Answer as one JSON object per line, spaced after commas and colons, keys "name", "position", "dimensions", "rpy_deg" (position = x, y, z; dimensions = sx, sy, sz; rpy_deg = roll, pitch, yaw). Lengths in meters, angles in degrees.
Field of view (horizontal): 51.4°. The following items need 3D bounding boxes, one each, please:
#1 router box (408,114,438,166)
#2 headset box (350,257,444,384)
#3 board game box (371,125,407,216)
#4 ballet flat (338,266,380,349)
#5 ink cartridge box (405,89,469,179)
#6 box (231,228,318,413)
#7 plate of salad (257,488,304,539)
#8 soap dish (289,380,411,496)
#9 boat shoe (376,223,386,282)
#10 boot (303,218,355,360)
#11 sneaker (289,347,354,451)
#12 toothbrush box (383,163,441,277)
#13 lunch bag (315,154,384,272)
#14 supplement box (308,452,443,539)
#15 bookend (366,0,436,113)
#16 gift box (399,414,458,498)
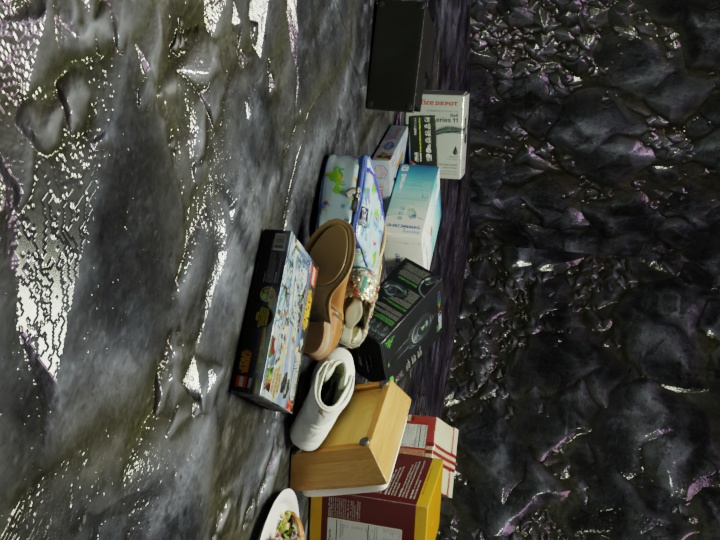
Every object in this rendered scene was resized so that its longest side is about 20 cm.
{"name": "router box", "position": [0.137, -0.226, 1.674], "dimensions": [0.200, 0.062, 0.151], "rpy_deg": [86, 4, -62]}
{"name": "headset box", "position": [0.066, 0.111, 1.440], "dimensions": [0.200, 0.092, 0.175], "rpy_deg": [-44, 147, -27]}
{"name": "board game box", "position": [0.063, -0.175, 1.571], "dimensions": [0.200, 0.041, 0.201], "rpy_deg": [-64, 156, -57]}
{"name": "ballet flat", "position": [-0.017, 0.076, 1.199], "dimensions": [0.201, 0.075, 0.064], "rpy_deg": [102, 1, -47]}
{"name": "ink cartridge box", "position": [0.182, -0.330, 1.806], "dimensions": [0.083, 0.145, 0.202], "rpy_deg": [-50, 142, -67]}
{"name": "box", "position": [-0.102, 0.066, 0.933], "dimensions": [0.137, 0.040, 0.202], "rpy_deg": [60, 37, -67]}
{"name": "plate of salad", "position": [-0.107, 0.406, 1.034], "dimensions": [0.200, 0.048, 0.202], "rpy_deg": [6, 90, -78]}
{"name": "soap dish", "position": [-0.016, 0.255, 1.165], "dimensions": [0.200, 0.156, 0.082], "rpy_deg": [-63, 139, -59]}
{"name": "boat shoe", "position": [0.000, 0.000, 1.311], "dimensions": [0.069, 0.073, 0.202], "rpy_deg": [68, 37, -74]}
{"name": "boot", "position": [-0.048, 0.031, 1.097], "dimensions": [0.155, 0.073, 0.202], "rpy_deg": [41, 65, -80]}
{"name": "sneaker", "position": [-0.035, 0.163, 1.119], "dimensions": [0.116, 0.073, 0.201], "rpy_deg": [-60, -176, 37]}
{"name": "toothbrush box", "position": [0.106, -0.094, 1.512], "dimensions": [0.147, 0.085, 0.201], "rpy_deg": [81, 21, -48]}
{"name": "lunch bag", "position": [-0.012, -0.082, 1.190], "dimensions": [0.200, 0.082, 0.162], "rpy_deg": [72, 24, -63]}
{"name": "supplement box", "position": [0.032, 0.415, 1.309], "dimensions": [0.197, 0.198, 0.134], "rpy_deg": [-33, 127, -74]}
{"name": "bookend", "position": [0.083, -0.394, 1.457], "dimensions": [0.200, 0.091, 0.201], "rpy_deg": [-11, 107, -78]}
{"name": "gift box", "position": [0.117, 0.429, 1.765], "dimensions": [0.187, 0.198, 0.186], "rpy_deg": [42, 57, -55]}
